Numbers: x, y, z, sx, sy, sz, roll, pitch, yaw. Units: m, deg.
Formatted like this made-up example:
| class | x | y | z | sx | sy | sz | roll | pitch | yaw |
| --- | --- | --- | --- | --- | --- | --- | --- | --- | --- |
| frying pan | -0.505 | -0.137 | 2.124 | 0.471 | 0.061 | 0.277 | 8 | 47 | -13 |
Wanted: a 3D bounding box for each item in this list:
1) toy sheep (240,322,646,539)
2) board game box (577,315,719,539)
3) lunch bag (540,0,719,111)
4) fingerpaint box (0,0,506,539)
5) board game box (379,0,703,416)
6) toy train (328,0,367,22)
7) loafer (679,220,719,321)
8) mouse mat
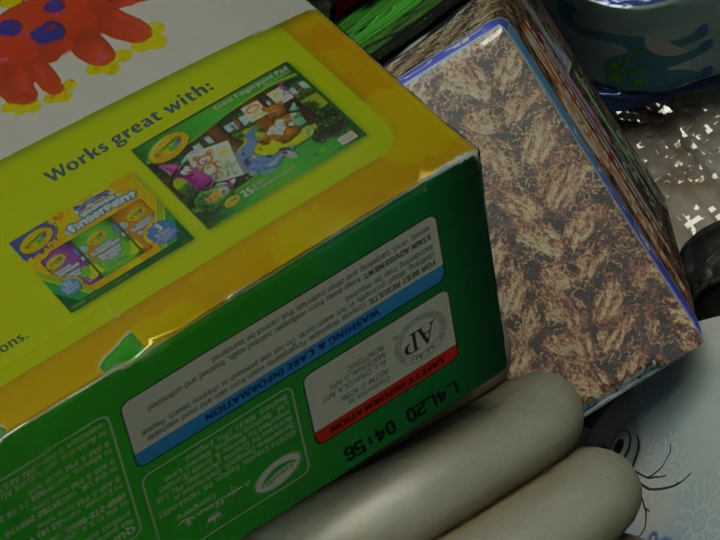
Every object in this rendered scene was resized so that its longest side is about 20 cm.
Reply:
| class | x | y | z | sx | sy | sz | roll | pitch | yaw |
| --- | --- | --- | --- | --- | --- | --- | --- | --- | --- |
| toy sheep | 0.004 | 0.073 | 0.686 | 0.138 | 0.138 | 0.200 | -31 | 91 | -10 |
| board game box | 0.066 | 0.116 | 0.776 | 0.043 | 0.199 | 0.201 | 21 | 72 | -22 |
| lunch bag | 0.102 | -0.158 | 1.004 | 0.160 | 0.083 | 0.200 | -20 | 59 | -9 |
| fingerpaint box | -0.098 | 0.004 | 0.627 | 0.200 | 0.073 | 0.167 | -32 | 50 | -19 |
| board game box | 0.000 | 0.000 | 0.835 | 0.159 | 0.200 | 0.097 | -32 | 98 | 8 |
| toy train | 0.003 | -0.076 | 0.996 | 0.034 | 0.046 | 0.201 | -4 | 59 | 7 |
| loafer | 0.193 | 0.023 | 0.892 | 0.200 | 0.068 | 0.071 | 7 | 52 | 10 |
| mouse mat | -0.024 | -0.053 | 0.868 | 0.200 | 0.161 | 0.008 | -37 | 99 | -27 |
